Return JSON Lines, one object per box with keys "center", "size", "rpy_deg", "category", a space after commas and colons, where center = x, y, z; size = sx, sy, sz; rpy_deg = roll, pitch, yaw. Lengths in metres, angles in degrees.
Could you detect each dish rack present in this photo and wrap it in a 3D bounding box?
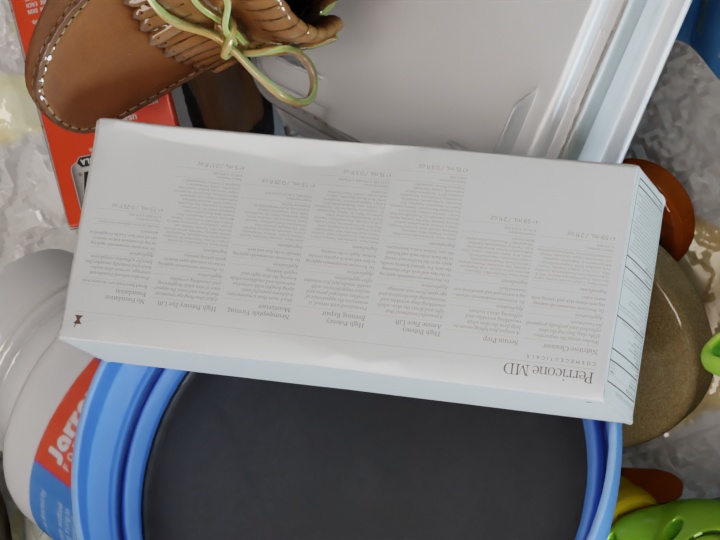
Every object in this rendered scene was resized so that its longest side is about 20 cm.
{"center": [0.043, -0.124, 1.050], "size": [0.171, 0.043, 0.200], "rpy_deg": [29, 101, 34], "category": "dish rack"}

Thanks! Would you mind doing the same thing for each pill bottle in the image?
{"center": [-0.070, 0.076, 1.132], "size": [0.200, 0.112, 0.113], "rpy_deg": [33, 113, 28], "category": "pill bottle"}

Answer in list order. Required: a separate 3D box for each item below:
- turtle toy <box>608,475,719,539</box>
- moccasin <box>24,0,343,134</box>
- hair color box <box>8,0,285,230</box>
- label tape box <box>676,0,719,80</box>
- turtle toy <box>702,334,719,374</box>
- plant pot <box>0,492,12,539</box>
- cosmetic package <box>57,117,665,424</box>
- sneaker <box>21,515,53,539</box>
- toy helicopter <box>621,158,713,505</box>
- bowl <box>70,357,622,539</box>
{"center": [0.135, 0.170, 1.095], "size": [0.146, 0.101, 0.201], "rpy_deg": [39, 125, 42], "category": "turtle toy"}
{"center": [-0.031, -0.107, 1.014], "size": [0.201, 0.078, 0.074], "rpy_deg": [-27, 135, 11], "category": "moccasin"}
{"center": [-0.094, -0.126, 1.118], "size": [0.061, 0.101, 0.201], "rpy_deg": [-10, 100, 22], "category": "hair color box"}
{"center": [0.183, -0.129, 1.028], "size": [0.199, 0.063, 0.145], "rpy_deg": [16, 107, 17], "category": "label tape box"}
{"center": [0.219, 0.049, 1.018], "size": [0.199, 0.146, 0.101], "rpy_deg": [9, 140, 4], "category": "turtle toy"}
{"center": [-0.215, 0.119, 1.219], "size": [0.200, 0.093, 0.202], "rpy_deg": [9, 106, 32], "category": "plant pot"}
{"center": [0.000, 0.000, 1.001], "size": [0.199, 0.051, 0.083], "rpy_deg": [7, 77, 20], "category": "cosmetic package"}
{"center": [-0.098, 0.169, 1.161], "size": [0.075, 0.200, 0.088], "rpy_deg": [8, 119, -17], "category": "sneaker"}
{"center": [0.047, 0.038, 1.130], "size": [0.200, 0.079, 0.133], "rpy_deg": [-7, 109, 34], "category": "toy helicopter"}
{"center": [-0.004, 0.071, 1.026], "size": [0.200, 0.039, 0.201], "rpy_deg": [-6, 65, 14], "category": "bowl"}
